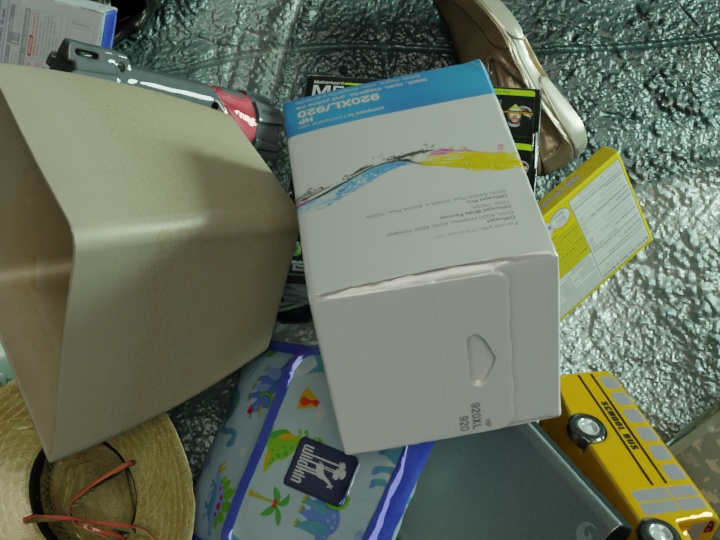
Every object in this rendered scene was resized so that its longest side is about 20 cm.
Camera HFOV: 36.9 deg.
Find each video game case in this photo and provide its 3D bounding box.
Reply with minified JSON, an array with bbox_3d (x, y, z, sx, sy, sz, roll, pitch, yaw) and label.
[{"bbox_3d":[-0.303,-0.134,0.870,0.180,0.045,0.201,14,108,-2],"label":"video game case"}]

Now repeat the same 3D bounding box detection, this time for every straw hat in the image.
[{"bbox_3d":[-0.207,0.173,0.831,0.200,0.085,0.202,-1,83,8],"label":"straw hat"}]

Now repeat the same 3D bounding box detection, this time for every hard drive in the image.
[{"bbox_3d":[0.090,0.171,0.811,0.140,0.033,0.200,-50,50,10],"label":"hard drive"}]

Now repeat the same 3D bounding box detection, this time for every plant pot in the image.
[{"bbox_3d":[-0.157,-0.017,0.770,0.176,0.200,0.200,-9,44,-31],"label":"plant pot"}]

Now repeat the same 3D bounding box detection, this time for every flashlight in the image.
[{"bbox_3d":[-0.156,-0.124,0.859,0.199,0.068,0.068,4,68,-44],"label":"flashlight"}]

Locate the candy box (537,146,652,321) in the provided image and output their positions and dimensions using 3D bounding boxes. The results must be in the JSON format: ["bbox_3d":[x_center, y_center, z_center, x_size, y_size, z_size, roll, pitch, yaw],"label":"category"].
[{"bbox_3d":[0.155,-0.004,0.903,0.200,0.026,0.102,-39,127,-12],"label":"candy box"}]

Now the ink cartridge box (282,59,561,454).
[{"bbox_3d":[0.037,-0.011,0.702,0.144,0.148,0.201,-11,42,0],"label":"ink cartridge box"}]

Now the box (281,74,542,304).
[{"bbox_3d":[0.041,-0.062,0.865,0.199,0.048,0.194,4,63,7],"label":"box"}]

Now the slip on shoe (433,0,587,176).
[{"bbox_3d":[0.117,-0.170,0.945,0.060,0.076,0.200,-35,90,-13],"label":"slip on shoe"}]

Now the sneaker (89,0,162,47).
[{"bbox_3d":[-0.266,-0.230,0.906,0.198,0.077,0.114,0,35,-6],"label":"sneaker"}]

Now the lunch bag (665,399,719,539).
[{"bbox_3d":[0.349,0.163,0.858,0.200,0.118,0.164,-34,80,-15],"label":"lunch bag"}]

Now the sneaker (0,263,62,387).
[{"bbox_3d":[-0.280,0.096,0.849,0.118,0.074,0.201,39,75,11],"label":"sneaker"}]

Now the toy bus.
[{"bbox_3d":[0.201,0.166,0.817,0.078,0.065,0.200,-1,36,-22],"label":"toy bus"}]

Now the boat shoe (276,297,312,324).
[{"bbox_3d":[0.000,0.000,0.899,0.199,0.062,0.075,-13,64,-4],"label":"boat shoe"}]

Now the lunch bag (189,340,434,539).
[{"bbox_3d":[-0.030,0.149,0.786,0.127,0.200,0.171,30,76,-33],"label":"lunch bag"}]
